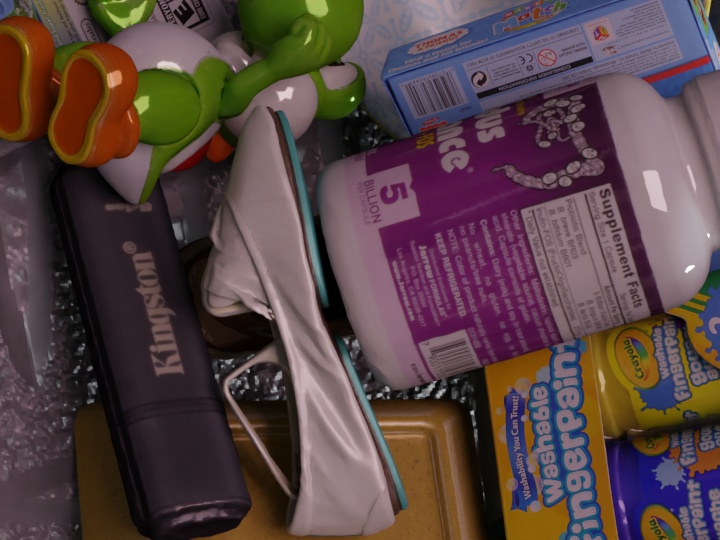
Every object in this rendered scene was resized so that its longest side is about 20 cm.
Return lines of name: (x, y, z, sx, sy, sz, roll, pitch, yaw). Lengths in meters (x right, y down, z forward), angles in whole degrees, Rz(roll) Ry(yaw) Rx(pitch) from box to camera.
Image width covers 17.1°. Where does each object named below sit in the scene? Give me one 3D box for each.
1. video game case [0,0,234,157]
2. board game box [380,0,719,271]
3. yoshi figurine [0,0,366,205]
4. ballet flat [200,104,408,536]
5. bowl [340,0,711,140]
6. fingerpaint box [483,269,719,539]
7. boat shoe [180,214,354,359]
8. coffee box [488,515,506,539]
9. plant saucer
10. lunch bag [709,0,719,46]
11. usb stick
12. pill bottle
video game case: (-0.175, -0.164, 1.137, 0.182, 0.022, 0.200, -30, 100, -29)
board game box: (0.119, -0.040, 1.163, 0.037, 0.151, 0.200, -77, 145, -58)
yoshi figurine: (-0.071, -0.106, 1.117, 0.200, 0.112, 0.113, -11, 73, -46)
ballet flat: (-0.036, 0.027, 1.078, 0.069, 0.069, 0.200, -18, 91, -30)
bowl: (0.085, -0.152, 1.221, 0.108, 0.200, 0.200, -34, 106, -72)
fingerpaint box: (0.152, 0.107, 1.113, 0.073, 0.167, 0.200, 43, 38, -66)
boat shoe: (0.000, 0.000, 1.188, 0.200, 0.074, 0.076, -18, 94, -30)
coffee box: (0.142, 0.145, 1.232, 0.200, 0.044, 0.123, -34, 125, -19)
plant saucer: (-0.025, 0.141, 1.109, 0.200, 0.048, 0.200, 0, 61, -16)
lunch bag: (0.199, -0.098, 1.263, 0.076, 0.160, 0.200, 47, 65, -17)
usb stick: (-0.098, 0.033, 1.105, 0.055, 0.033, 0.200, -8, 61, -17)
pill bottle: (0.089, -0.025, 1.083, 0.200, 0.112, 0.112, -18, 94, 6)
